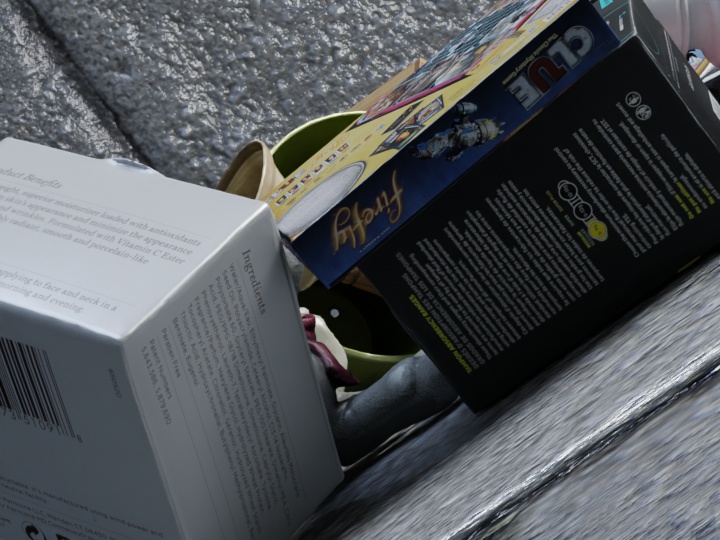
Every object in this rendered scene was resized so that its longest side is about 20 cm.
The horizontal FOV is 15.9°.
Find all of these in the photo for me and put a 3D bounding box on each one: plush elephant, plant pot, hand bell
[{"bbox_3d":[-0.057,0.051,1.570,0.164,0.155,0.200,11,-44,-29],"label":"plush elephant"},{"bbox_3d":[-0.012,0.017,1.821,0.187,0.187,0.200,-37,-10,-28],"label":"plant pot"},{"bbox_3d":[0.000,0.000,1.685,0.104,0.200,0.104,-53,24,36],"label":"hand bell"}]

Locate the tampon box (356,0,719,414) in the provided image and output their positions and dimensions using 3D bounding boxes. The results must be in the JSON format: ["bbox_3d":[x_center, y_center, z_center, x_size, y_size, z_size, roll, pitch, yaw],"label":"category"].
[{"bbox_3d":[0.107,-0.043,1.448,0.200,0.126,0.150,-35,13,14],"label":"tampon box"}]

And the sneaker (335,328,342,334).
[{"bbox_3d":[-0.097,0.033,1.961,0.088,0.200,0.075,-63,1,14],"label":"sneaker"}]

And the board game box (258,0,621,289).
[{"bbox_3d":[0.038,-0.077,1.389,0.200,0.035,0.135,-40,14,-2],"label":"board game box"}]

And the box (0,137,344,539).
[{"bbox_3d":[-0.138,0.056,1.400,0.199,0.200,0.131,15,45,35],"label":"box"}]

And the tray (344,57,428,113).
[{"bbox_3d":[0.089,-0.076,1.851,0.099,0.200,0.037,-33,43,43],"label":"tray"}]

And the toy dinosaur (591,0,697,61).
[{"bbox_3d":[0.180,-0.122,1.765,0.102,0.136,0.200,-7,-42,-56],"label":"toy dinosaur"}]

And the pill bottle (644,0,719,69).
[{"bbox_3d":[0.259,-0.183,1.576,0.199,0.111,0.111,-11,2,-4],"label":"pill bottle"}]

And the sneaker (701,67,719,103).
[{"bbox_3d":[0.198,-0.076,1.630,0.200,0.073,0.112,-36,4,4],"label":"sneaker"}]

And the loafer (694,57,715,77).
[{"bbox_3d":[0.227,-0.111,1.842,0.200,0.072,0.073,-38,4,-21],"label":"loafer"}]

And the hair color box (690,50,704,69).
[{"bbox_3d":[0.198,-0.107,1.972,0.100,0.061,0.200,-25,-3,-16],"label":"hair color box"}]
